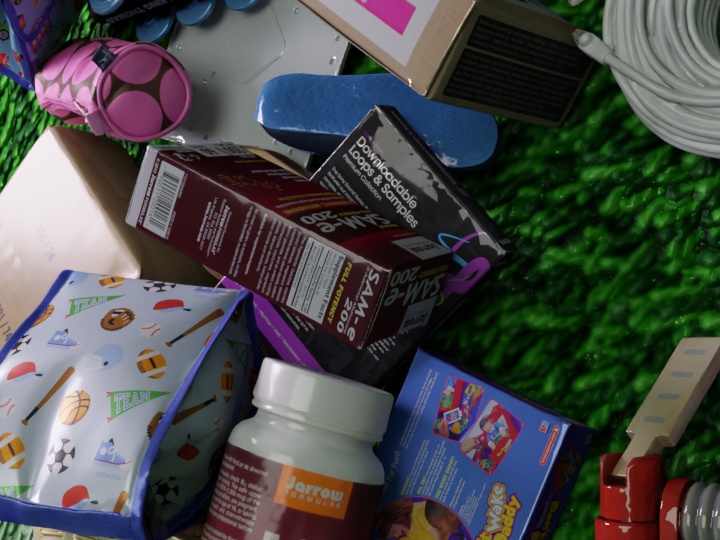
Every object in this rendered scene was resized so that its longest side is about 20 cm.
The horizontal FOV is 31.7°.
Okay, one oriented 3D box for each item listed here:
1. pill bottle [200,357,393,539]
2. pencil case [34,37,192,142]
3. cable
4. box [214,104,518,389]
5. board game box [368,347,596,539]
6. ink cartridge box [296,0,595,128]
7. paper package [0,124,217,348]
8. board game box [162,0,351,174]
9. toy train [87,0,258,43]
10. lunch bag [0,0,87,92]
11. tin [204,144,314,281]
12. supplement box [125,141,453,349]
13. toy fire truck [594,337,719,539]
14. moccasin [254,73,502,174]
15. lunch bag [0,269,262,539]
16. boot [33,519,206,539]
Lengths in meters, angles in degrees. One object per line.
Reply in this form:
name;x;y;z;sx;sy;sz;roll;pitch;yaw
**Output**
pill bottle;-0.048;0.170;0.872;0.113;0.114;0.202;14;87;36
pencil case;-0.223;-0.158;1.100;0.094;0.091;0.200;-44;25;-14
cable;0.257;-0.166;0.819;0.200;0.069;0.201;-44;59;18
box;0.000;0.000;0.927;0.143;0.036;0.200;50;116;13
board game box;0.063;0.174;0.890;0.134;0.045;0.202;25;94;36
ink cartridge box;0.049;-0.189;0.905;0.200;0.164;0.076;43;114;33
paper package;-0.247;0.011;1.109;0.191;0.103;0.200;-50;58;17
board game box;-0.084;-0.191;1.088;0.199;0.026;0.202;19;90;37
toy train;-0.157;-0.274;1.093;0.198;0.086;0.116;-12;66;33
lunch bag;-0.295;-0.276;1.124;0.093;0.200;0.152;26;72;-5
tin;-0.054;-0.023;1.004;0.199;0.042;0.113;35;111;27
supplement box;-0.048;-0.023;0.868;0.199;0.109;0.061;27;108;21
toy fire truck;0.219;0.143;0.758;0.174;0.128;0.203;-3;88;34
moccasin;0.018;-0.113;0.971;0.198;0.068;0.081;17;78;23
lunch bag;-0.178;0.107;0.903;0.168;0.125;0.201;3;37;21
boot;-0.208;0.259;1.045;0.198;0.073;0.157;11;88;33
